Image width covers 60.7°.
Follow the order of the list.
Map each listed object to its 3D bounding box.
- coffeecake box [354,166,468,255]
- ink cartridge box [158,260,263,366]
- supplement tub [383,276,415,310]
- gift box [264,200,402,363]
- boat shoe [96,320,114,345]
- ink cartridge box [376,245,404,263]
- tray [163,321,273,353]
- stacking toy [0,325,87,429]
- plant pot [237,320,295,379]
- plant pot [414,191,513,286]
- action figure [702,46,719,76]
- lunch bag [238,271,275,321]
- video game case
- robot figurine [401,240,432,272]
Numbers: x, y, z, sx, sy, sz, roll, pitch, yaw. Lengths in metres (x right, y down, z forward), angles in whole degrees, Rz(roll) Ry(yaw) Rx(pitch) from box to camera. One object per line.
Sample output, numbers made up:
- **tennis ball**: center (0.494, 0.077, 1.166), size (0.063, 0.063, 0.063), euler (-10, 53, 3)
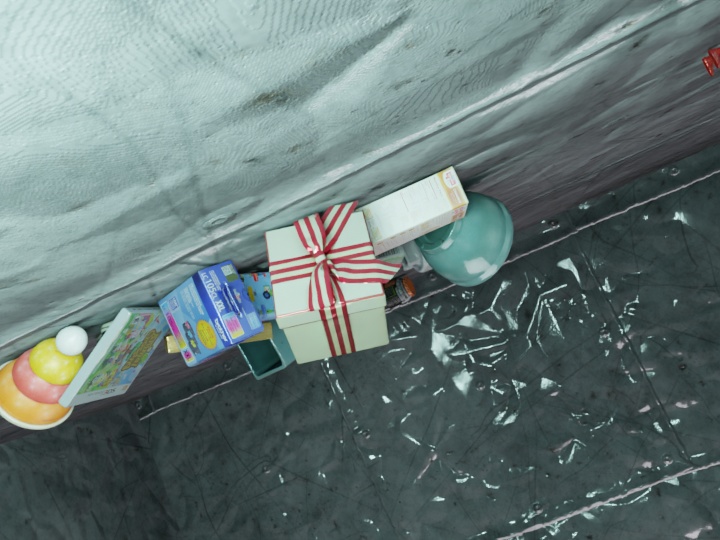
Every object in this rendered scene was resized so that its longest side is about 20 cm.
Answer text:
- **coffeecake box**: center (0.089, -0.101, 1.122), size (0.200, 0.073, 0.154), euler (-23, 173, 4)
- **ink cartridge box**: center (-0.254, 0.072, 1.064), size (0.200, 0.137, 0.076), euler (-29, 176, 43)
- **supplement tub**: center (0.150, 0.111, 2.891), size (0.200, 0.123, 0.122), euler (-25, 173, 20)
- **gift box**: center (-0.039, 0.015, 0.972), size (0.199, 0.185, 0.187), euler (-17, 147, -3)
- **boat shoe**: center (-0.460, 0.132, 1.178), size (0.074, 0.062, 0.200), euler (-18, 169, -36)
- **ink cartridge box**: center (0.000, 0.000, 1.375), size (0.161, 0.050, 0.200), euler (-13, 160, -13)
- **tray**: center (-0.284, 0.132, 1.226), size (0.199, 0.037, 0.099), euler (-5, 177, -21)
- **stacking toy**: center (-0.526, 0.165, 1.061), size (0.200, 0.146, 0.146), euler (-44, 166, 22)
- **plant pot**: center (-0.205, 0.139, 1.606), size (0.200, 0.197, 0.196), euler (-29, 178, -37)
- **plant pot**: center (0.194, -0.079, 1.270), size (0.134, 0.201, 0.200), euler (19, 146, -39)
- **action figure**: center (0.677, -0.358, 0.989), size (0.200, 0.099, 0.065), euler (-27, 174, 15)
- **lunch bag**: center (-0.248, 0.078, 1.240), size (0.150, 0.094, 0.200), euler (-4, 164, -42)
- **video game case**: center (-0.430, 0.152, 1.116), size (0.200, 0.022, 0.182), euler (-55, 170, 3)
- **robot figurine**: center (0.190, -0.067, 1.586), size (0.200, 0.113, 0.170), euler (-21, 172, -18)
